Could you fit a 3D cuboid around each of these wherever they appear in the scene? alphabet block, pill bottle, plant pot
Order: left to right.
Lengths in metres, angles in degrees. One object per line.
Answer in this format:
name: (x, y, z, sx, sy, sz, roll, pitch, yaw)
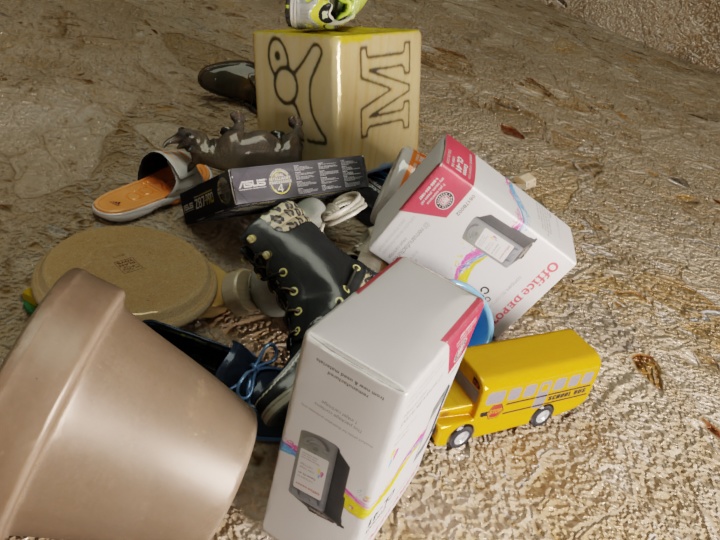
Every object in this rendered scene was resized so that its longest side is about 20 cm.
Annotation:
plant pot: (-0.177, 0.125, 0.525, 0.173, 0.201, 0.201, 28, 30, -13)
alphabet block: (-0.035, -0.267, 1.098, 0.194, 0.202, 0.195, 19, 28, 38)
pill bottle: (0.123, -0.075, 0.961, 0.198, 0.115, 0.115, 25, 32, -4)

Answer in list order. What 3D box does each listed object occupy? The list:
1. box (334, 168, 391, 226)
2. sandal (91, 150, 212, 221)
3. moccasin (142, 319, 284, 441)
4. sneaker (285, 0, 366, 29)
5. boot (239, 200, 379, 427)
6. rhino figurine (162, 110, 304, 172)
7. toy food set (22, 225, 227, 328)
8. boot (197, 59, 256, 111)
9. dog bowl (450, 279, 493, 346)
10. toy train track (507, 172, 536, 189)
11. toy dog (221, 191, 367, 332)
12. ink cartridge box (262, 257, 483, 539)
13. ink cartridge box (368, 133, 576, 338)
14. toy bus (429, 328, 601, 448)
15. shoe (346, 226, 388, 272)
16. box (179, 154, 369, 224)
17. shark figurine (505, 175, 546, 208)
box: (0.057, -0.125, 1.106, 0.199, 0.036, 0.143, -19, 45, -38)
sandal: (-0.273, -0.126, 0.962, 0.079, 0.060, 0.207, 25, 34, 17)
moccasin: (-0.126, 0.102, 0.659, 0.198, 0.069, 0.081, 15, 32, -3)
sneaker: (-0.033, -0.400, 1.079, 0.076, 0.076, 0.200, 18, 38, 23)
boot: (-0.067, 0.032, 0.658, 0.154, 0.074, 0.203, 42, 48, 6)
rhino figurine: (-0.172, -0.172, 0.982, 0.197, 0.060, 0.088, -1, 59, -19)
toy food set: (-0.252, 0.012, 0.769, 0.196, 0.049, 0.200, 26, 35, 19)
boot: (-0.193, -0.331, 1.293, 0.198, 0.075, 0.097, 1, 31, -22)
dog bowl: (0.052, 0.057, 0.759, 0.197, 0.050, 0.113, 6, 72, -14)
toy train track: (0.167, -0.143, 1.039, 0.114, 0.033, 0.199, -24, 24, -37)
toy dog: (-0.069, 0.000, 0.813, 0.131, 0.097, 0.200, 1, 36, 42)
ink cartridge box: (0.009, 0.112, 0.557, 0.085, 0.202, 0.147, 26, 34, 19)
ink cartridge box: (0.131, -0.037, 0.835, 0.199, 0.148, 0.086, 34, 32, -10)
toy bus: (0.148, 0.117, 0.729, 0.198, 0.079, 0.065, -6, 37, -28)
shoe: (0.000, 0.000, 0.856, 0.053, 0.070, 0.201, 28, 32, -13)
box: (-0.113, -0.105, 0.925, 0.198, 0.050, 0.160, -13, 4, -35)
shark figurine: (0.221, -0.089, 1.062, 0.127, 0.090, 0.215, 29, 23, -33)
